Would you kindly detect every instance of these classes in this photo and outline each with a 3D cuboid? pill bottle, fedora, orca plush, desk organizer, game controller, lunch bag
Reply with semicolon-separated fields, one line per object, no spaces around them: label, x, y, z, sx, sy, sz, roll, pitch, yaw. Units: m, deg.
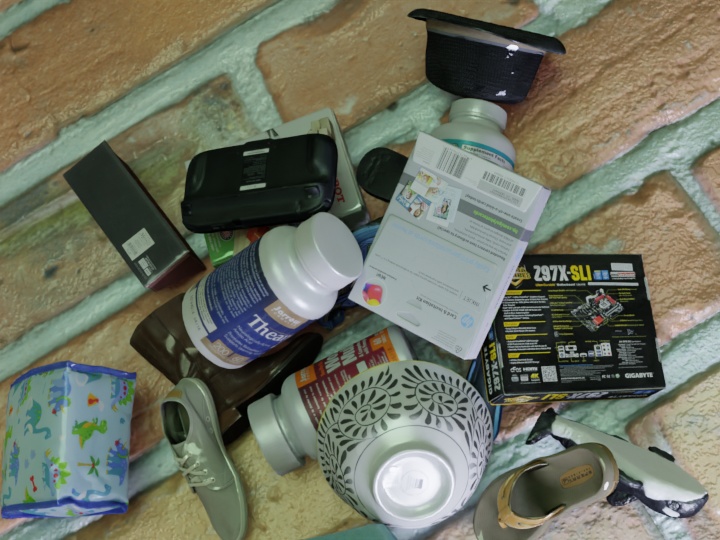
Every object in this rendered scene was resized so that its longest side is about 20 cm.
pill bottle;0.121;-0.098;1.369;0.110;0.111;0.201;9;75;16
fedora;0.143;-0.254;1.395;0.199;0.200;0.092;16;102;17
pill bottle;-0.096;0.020;1.288;0.200;0.111;0.112;-33;66;30
orca plush;0.273;0.227;1.258;0.199;0.105;0.072;19;110;15
desk organizer;-0.286;-0.062;1.470;0.072;0.077;0.200;-39;69;-1
pill bottle;-0.022;0.152;1.327;0.199;0.110;0.110;-26;69;4
game controller;-0.117;-0.100;1.320;0.199;0.042;0.105;-5;60;25
lunch bag;-0.365;0.209;1.385;0.199;0.127;0.171;-14;67;40

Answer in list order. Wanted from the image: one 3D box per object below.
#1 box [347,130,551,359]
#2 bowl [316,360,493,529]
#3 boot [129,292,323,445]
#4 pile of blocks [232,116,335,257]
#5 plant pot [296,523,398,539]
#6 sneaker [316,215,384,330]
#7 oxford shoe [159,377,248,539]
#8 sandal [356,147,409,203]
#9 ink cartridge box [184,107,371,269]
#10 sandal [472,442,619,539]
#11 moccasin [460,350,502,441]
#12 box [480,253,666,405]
box;0.094;-0.028;1.243;0.155;0.041;0.201;26;97;24
bowl;0.053;0.207;1.243;0.199;0.094;0.202;-2;111;-4
boot;-0.168;0.083;1.412;0.186;0.064;0.200;-42;64;-4
pile of blocks;-0.098;-0.102;1.356;0.082;0.062;0.201;26;81;17
plant pot;-0.005;0.384;1.217;0.194;0.197;0.201;-15;61;8
sneaker;0.000;0.000;1.364;0.079;0.075;0.200;53;129;6
oxford shoe;-0.186;0.225;1.344;0.075;0.058;0.201;-19;89;39
sandal;0.081;-0.089;1.294;0.199;0.043;0.077;16;78;24
ink cartridge box;-0.100;-0.093;1.432;0.199;0.084;0.147;-19;71;6
sandal;0.187;0.244;1.238;0.200;0.054;0.081;-38;69;37
moccasin;0.136;0.094;1.322;0.068;0.081;0.201;7;74;11
box;0.230;0.063;1.284;0.199;0.049;0.161;-1;70;-16
